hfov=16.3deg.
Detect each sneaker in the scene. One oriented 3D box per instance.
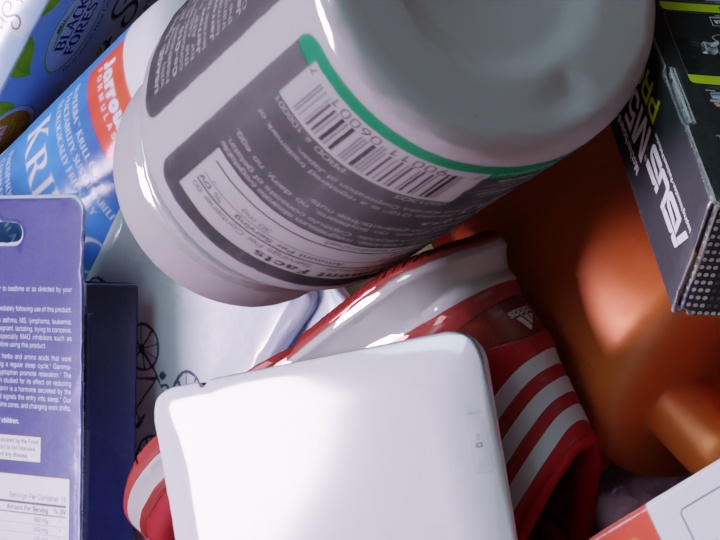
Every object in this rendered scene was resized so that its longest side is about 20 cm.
[{"bbox_3d":[0.001,0.081,0.852,0.200,0.078,0.116,-41,74,45],"label":"sneaker"}]

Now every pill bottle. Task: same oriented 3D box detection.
[{"bbox_3d":[-0.073,-0.047,1.049,0.200,0.112,0.112,-41,35,31],"label":"pill bottle"},{"bbox_3d":[-0.003,-0.059,0.795,0.200,0.113,0.113,-32,34,61],"label":"pill bottle"}]

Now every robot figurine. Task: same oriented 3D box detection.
[{"bbox_3d":[0.097,-0.011,0.864,0.117,0.144,0.200,-25,50,-18],"label":"robot figurine"}]

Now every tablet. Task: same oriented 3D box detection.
[{"bbox_3d":[-0.001,0.127,0.800,0.130,0.014,0.200,-12,84,33],"label":"tablet"}]

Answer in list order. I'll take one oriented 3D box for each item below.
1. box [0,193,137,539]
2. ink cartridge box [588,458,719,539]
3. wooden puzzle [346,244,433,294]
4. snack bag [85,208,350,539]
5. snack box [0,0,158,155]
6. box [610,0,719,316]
[{"bbox_3d":[-0.137,0.070,0.999,0.121,0.032,0.200,1,91,45],"label":"box"},{"bbox_3d":[0.125,0.115,0.763,0.200,0.050,0.109,-34,68,23],"label":"ink cartridge box"},{"bbox_3d":[0.000,0.000,1.038,0.200,0.037,0.185,-53,24,7],"label":"wooden puzzle"},{"bbox_3d":[-0.055,0.075,0.959,0.200,0.021,0.189,47,119,32],"label":"snack bag"},{"bbox_3d":[-0.117,-0.137,1.142,0.068,0.200,0.169,39,116,15],"label":"snack box"},{"bbox_3d":[0.177,-0.050,0.775,0.160,0.200,0.044,-102,19,-47],"label":"box"}]
